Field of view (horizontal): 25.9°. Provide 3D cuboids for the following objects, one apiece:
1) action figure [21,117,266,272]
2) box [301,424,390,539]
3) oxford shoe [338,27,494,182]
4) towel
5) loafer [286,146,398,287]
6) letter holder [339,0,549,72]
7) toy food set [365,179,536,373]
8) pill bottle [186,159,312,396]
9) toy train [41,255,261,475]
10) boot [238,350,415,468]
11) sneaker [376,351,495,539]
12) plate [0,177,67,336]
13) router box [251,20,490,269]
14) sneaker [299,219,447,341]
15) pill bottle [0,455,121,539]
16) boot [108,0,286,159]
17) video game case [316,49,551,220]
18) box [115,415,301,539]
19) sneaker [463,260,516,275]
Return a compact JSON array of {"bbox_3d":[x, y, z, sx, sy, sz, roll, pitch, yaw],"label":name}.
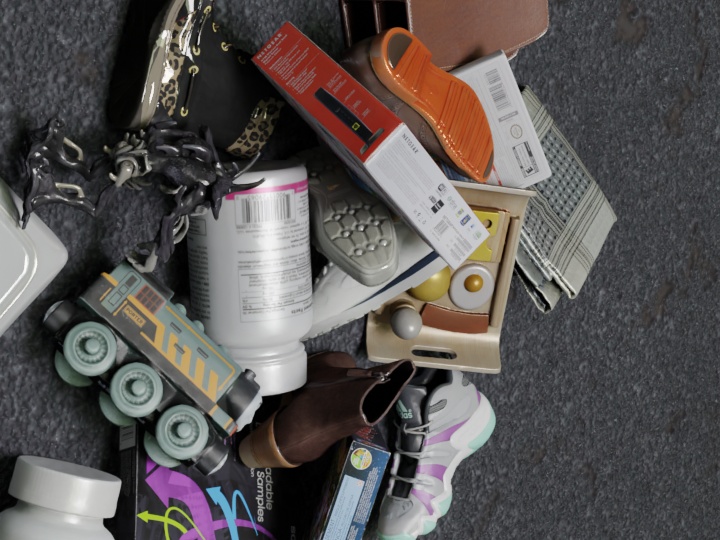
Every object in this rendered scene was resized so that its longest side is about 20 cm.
[{"bbox_3d":[-0.185,-0.071,1.323,0.198,0.120,0.103,4,139,-18],"label":"action figure"},{"bbox_3d":[-0.017,0.217,1.477,0.037,0.200,0.138,18,90,-3],"label":"box"},{"bbox_3d":[0.058,-0.154,1.485,0.200,0.072,0.072,46,54,-34],"label":"oxford shoe"},{"bbox_3d":[0.191,-0.079,1.665,0.193,0.034,0.200,55,43,-15],"label":"towel"},{"bbox_3d":[-0.015,-0.041,1.445,0.069,0.201,0.070,-18,128,-11],"label":"loafer"},{"bbox_3d":[0.090,-0.229,1.572,0.199,0.100,0.144,-21,112,-38],"label":"letter holder"},{"bbox_3d":[0.089,0.003,1.558,0.142,0.061,0.202,6,114,-9],"label":"toy food set"},{"bbox_3d":[-0.100,0.005,1.423,0.113,0.113,0.203,-11,104,-40],"label":"pill bottle"},{"bbox_3d":[-0.177,0.082,1.349,0.200,0.085,0.114,42,68,-4],"label":"toy train"},{"bbox_3d":[-0.009,0.116,1.459,0.073,0.165,0.200,60,36,-9],"label":"boot"},{"bbox_3d":[0.051,0.172,1.617,0.140,0.077,0.201,56,51,-31],"label":"sneaker"},{"bbox_3d":[-0.346,-0.005,1.253,0.201,0.032,0.200,-53,127,-23],"label":"plate"},{"bbox_3d":[0.011,-0.109,1.385,0.049,0.180,0.200,-45,143,0],"label":"router box"},{"bbox_3d":[0.000,0.000,1.505,0.199,0.076,0.081,-31,92,9],"label":"sneaker"},{"bbox_3d":[-0.267,0.265,1.311,0.109,0.109,0.202,16,86,-42],"label":"pill bottle"},{"bbox_3d":[-0.129,-0.203,1.392,0.150,0.073,0.202,18,88,-41],"label":"boot"},{"bbox_3d":[0.074,-0.115,1.544,0.198,0.018,0.144,-23,119,5],"label":"video game case"},{"bbox_3d":[-0.136,0.197,1.439,0.199,0.036,0.145,18,62,-44],"label":"box"},{"bbox_3d":[0.132,-0.037,1.669,0.199,0.077,0.087,-3,80,-44],"label":"sneaker"}]
